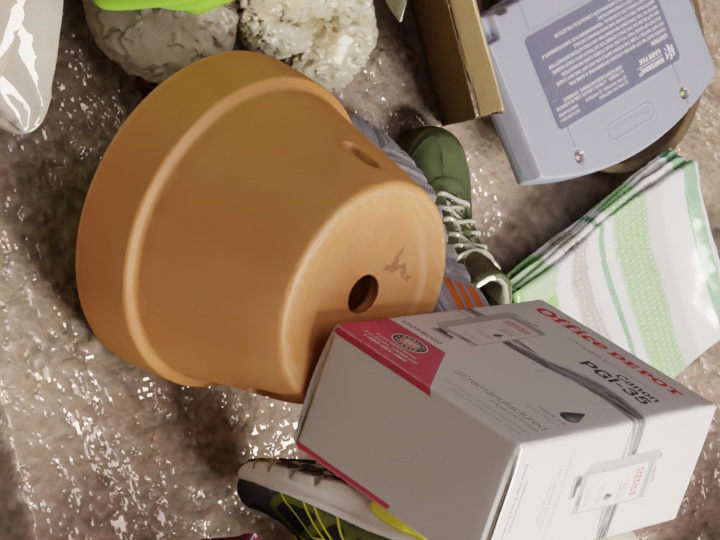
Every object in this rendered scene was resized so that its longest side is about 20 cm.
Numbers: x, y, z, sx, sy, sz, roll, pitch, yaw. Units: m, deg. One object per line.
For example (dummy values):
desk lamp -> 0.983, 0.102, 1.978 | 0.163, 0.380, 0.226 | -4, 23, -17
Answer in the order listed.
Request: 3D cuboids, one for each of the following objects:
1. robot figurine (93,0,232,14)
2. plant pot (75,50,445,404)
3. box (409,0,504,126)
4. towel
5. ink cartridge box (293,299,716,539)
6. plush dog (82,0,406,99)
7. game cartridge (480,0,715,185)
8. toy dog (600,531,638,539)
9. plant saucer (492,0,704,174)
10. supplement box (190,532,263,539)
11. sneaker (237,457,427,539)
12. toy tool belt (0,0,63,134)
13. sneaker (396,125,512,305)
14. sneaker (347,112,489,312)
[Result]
robot figurine -> -0.087, -0.223, 1.501 | 0.176, 0.115, 0.200 | 64, 38, -31
plant pot -> -0.046, -0.011, 1.576 | 0.200, 0.140, 0.201 | -27, 130, -37
box -> 0.046, -0.192, 1.732 | 0.021, 0.163, 0.201 | -15, 93, -5
towel -> 0.181, 0.026, 1.865 | 0.200, 0.031, 0.150 | -37, 117, -36
ink cartridge box -> 0.084, 0.088, 1.555 | 0.199, 0.146, 0.083 | -7, 122, -51
plush dog -> -0.085, -0.177, 1.637 | 0.171, 0.160, 0.201 | -28, 100, -12
game cartridge -> 0.157, -0.140, 1.849 | 0.200, 0.041, 0.134 | -30, 99, -39
toy dog -> 0.072, 0.194, 1.677 | 0.194, 0.199, 0.140 | -105, -177, -48
plant saucer -> 0.162, -0.165, 1.898 | 0.199, 0.029, 0.201 | 7, 78, -38
supplement box -> -0.043, 0.239, 1.611 | 0.200, 0.109, 0.061 | 46, 58, -24
sneaker -> -0.004, 0.161, 1.583 | 0.074, 0.199, 0.085 | 5, 97, -44
toy tool belt -> -0.224, -0.180, 1.514 | 0.122, 0.125, 0.201 | 6, 102, -11
sneaker -> 0.065, 0.001, 1.750 | 0.067, 0.090, 0.202 | 12, 75, -37
sneaker -> 0.000, 0.000, 1.708 | 0.077, 0.112, 0.201 | 22, 35, -46
